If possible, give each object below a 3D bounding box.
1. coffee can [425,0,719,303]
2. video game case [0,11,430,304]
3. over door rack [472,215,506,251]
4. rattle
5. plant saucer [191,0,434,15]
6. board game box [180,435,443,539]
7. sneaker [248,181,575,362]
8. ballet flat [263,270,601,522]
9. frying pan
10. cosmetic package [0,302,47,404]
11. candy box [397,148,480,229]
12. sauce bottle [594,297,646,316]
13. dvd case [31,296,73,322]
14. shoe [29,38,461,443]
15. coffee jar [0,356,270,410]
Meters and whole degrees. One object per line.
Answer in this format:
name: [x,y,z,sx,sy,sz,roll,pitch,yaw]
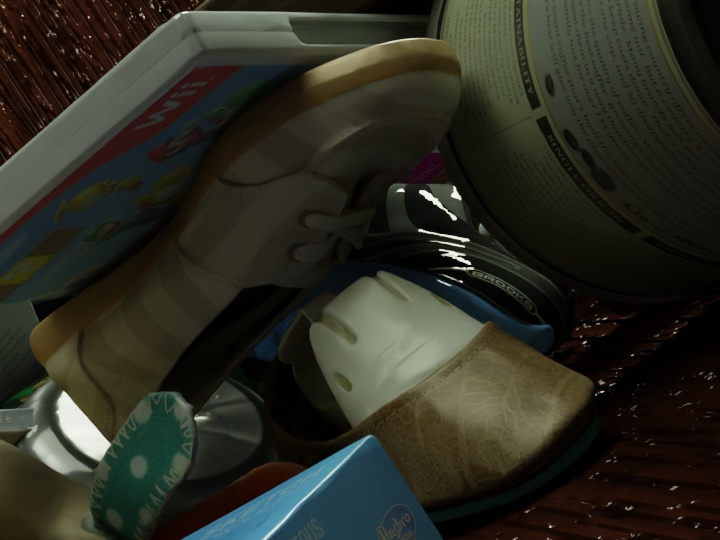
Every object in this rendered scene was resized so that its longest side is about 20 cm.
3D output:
coffee can: [0.117,-0.073,0.844,0.146,0.146,0.200,-34,4,-18]
video game case: [-0.043,-0.036,0.937,0.143,0.017,0.200,-38,-16,29]
over door rack: [0.047,-0.016,1.311,0.148,0.067,0.200,-35,4,-39]
rattle: [-0.118,0.117,0.908,0.200,0.130,0.143,2,36,41]
plant saucer: [-0.008,-0.076,0.996,0.200,0.029,0.200,-33,-11,-7]
board game box: [-0.088,0.127,0.766,0.200,0.040,0.153,-31,4,29]
sneaker: [0.000,0.000,1.084,0.083,0.071,0.199,-18,30,-37]
ballet flat: [0.009,0.037,0.886,0.068,0.072,0.200,-36,5,-14]
frying pan: [-0.109,0.055,1.042,0.115,0.190,0.031,-59,-18,-57]
cosmetic package: [-0.177,0.060,1.163,0.101,0.071,0.200,-50,-30,-25]
candy box: [0.024,-0.055,1.412,0.136,0.061,0.200,-40,-13,24]
sauce bottle: [0.157,-0.060,1.015,0.200,0.066,0.066,-31,3,-10]
dvd case: [-0.099,0.017,1.264,0.150,0.025,0.200,-15,-18,-19]
shoe: [-0.030,-0.005,0.917,0.070,0.053,0.200,-7,-25,-46]
coffee jar: [-0.086,0.068,1.136,0.104,0.085,0.200,-12,17,44]
